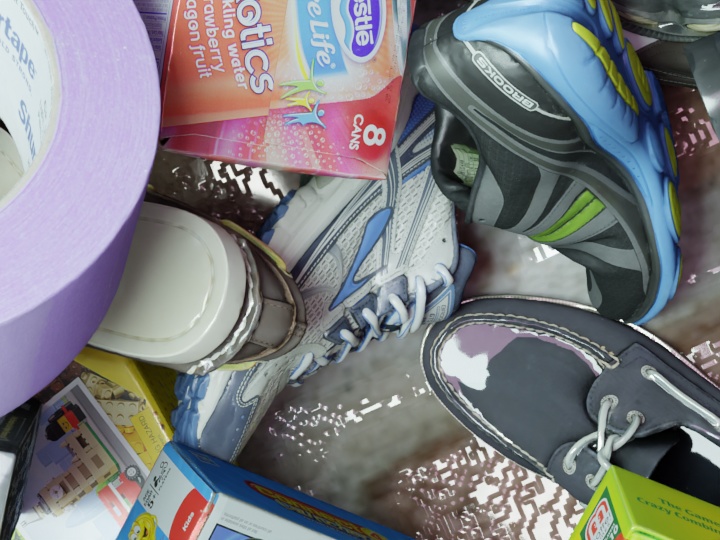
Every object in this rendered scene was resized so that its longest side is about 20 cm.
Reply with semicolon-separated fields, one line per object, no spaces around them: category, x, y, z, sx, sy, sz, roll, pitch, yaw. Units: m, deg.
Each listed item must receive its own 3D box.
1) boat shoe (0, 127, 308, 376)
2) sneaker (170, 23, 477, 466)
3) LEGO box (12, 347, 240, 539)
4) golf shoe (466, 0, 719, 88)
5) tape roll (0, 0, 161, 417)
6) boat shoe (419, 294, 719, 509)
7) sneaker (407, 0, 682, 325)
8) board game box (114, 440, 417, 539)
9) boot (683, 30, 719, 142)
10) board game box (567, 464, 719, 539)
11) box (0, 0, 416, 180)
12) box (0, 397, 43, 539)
boat shoe;-0.106;-0.007;0.889;0.200;0.059;0.072;17;88;38
sneaker;0.000;0.000;0.933;0.085;0.077;0.200;33;72;-5
LEGO box;-0.139;0.081;0.977;0.149;0.077;0.200;-31;85;8
golf shoe;0.082;-0.111;0.939;0.200;0.095;0.078;25;67;35
tape roll;-0.165;-0.043;0.752;0.199;0.066;0.201;8;55;-12
boat shoe;0.112;0.065;0.939;0.200;0.063;0.073;28;95;9
sneaker;0.071;-0.043;0.892;0.082;0.200;0.071;-10;59;18
board game box;-0.029;0.191;0.913;0.200;0.056;0.196;26;95;-30
boot;0.235;-0.055;0.875;0.199;0.165;0.066;-21;50;9
board game box;0.160;0.157;0.890;0.199;0.048;0.102;22;111;-13
box;-0.068;-0.094;0.898;0.094;0.200;0.103;8;91;-29
box;-0.194;0.061;0.831;0.157;0.200;0.050;11;91;-6
